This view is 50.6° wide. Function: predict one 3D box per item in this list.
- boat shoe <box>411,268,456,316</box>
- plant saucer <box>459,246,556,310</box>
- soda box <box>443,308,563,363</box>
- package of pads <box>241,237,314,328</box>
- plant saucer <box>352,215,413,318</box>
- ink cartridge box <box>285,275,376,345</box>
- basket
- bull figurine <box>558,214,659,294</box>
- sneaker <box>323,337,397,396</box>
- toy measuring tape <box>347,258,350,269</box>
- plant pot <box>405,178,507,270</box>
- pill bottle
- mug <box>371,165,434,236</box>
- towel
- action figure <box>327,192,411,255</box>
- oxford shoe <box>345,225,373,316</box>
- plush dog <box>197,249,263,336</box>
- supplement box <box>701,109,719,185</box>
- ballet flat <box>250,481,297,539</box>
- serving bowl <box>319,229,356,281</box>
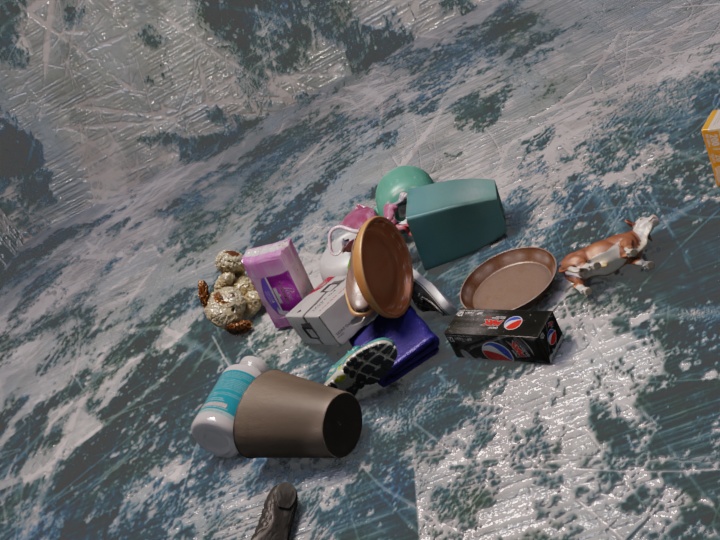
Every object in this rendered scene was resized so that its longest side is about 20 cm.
[{"bbox_3d":[0.135,0.056,1.567,0.057,0.069,0.200,-47,25,1],"label":"boat shoe"},{"bbox_3d":[0.290,0.029,1.480,0.198,0.035,0.201,-23,28,13],"label":"plant saucer"},{"bbox_3d":[0.250,0.114,1.345,0.198,0.064,0.071,-2,39,45],"label":"soda box"},{"bbox_3d":[-0.180,0.030,1.771,0.119,0.202,0.076,-11,27,26],"label":"package of pads"},{"bbox_3d":[0.041,-0.005,1.497,0.037,0.201,0.201,-12,32,31],"label":"plant saucer"},{"bbox_3d":[-0.055,0.084,1.636,0.145,0.084,0.199,-42,14,-22],"label":"ink cartridge box"},{"bbox_3d":[-0.106,0.267,1.382,0.198,0.137,0.181,-1,43,38],"label":"basket"},{"bbox_3d":[0.455,-0.028,1.366,0.198,0.066,0.122,-28,15,11],"label":"bull figurine"},{"bbox_3d":[-0.006,0.171,1.427,0.200,0.077,0.080,-39,28,40],"label":"sneaker"},{"bbox_3d":[0.035,0.022,1.731,0.073,0.074,0.200,-34,43,-7],"label":"toy measuring tape"},{"bbox_3d":[0.217,-0.116,1.693,0.197,0.143,0.142,-14,31,15],"label":"plant pot"},{"bbox_3d":[-0.252,0.268,1.544,0.110,0.111,0.201,-13,33,31],"label":"pill bottle"},{"bbox_3d":[0.108,-0.149,1.849,0.186,0.151,0.115,-58,20,24],"label":"mug"},{"bbox_3d":[0.067,0.143,1.506,0.147,0.050,0.200,-37,26,-2],"label":"towel"},{"bbox_3d":[0.037,-0.103,1.745,0.148,0.136,0.198,-15,14,-43],"label":"action figure"},{"bbox_3d":[0.000,0.000,1.526,0.070,0.073,0.202,-5,51,6],"label":"oxford shoe"},{"bbox_3d":[-0.325,0.075,1.912,0.161,0.199,0.172,-52,-3,41],"label":"plush dog"},{"bbox_3d":[0.731,-0.227,1.360,0.199,0.127,0.074,0,39,47],"label":"supplement box"},{"bbox_3d":[-0.146,0.437,1.238,0.066,0.057,0.201,21,43,2],"label":"ballet flat"},{"bbox_3d":[-0.021,-0.046,1.886,0.198,0.066,0.201,-25,27,13],"label":"serving bowl"}]
